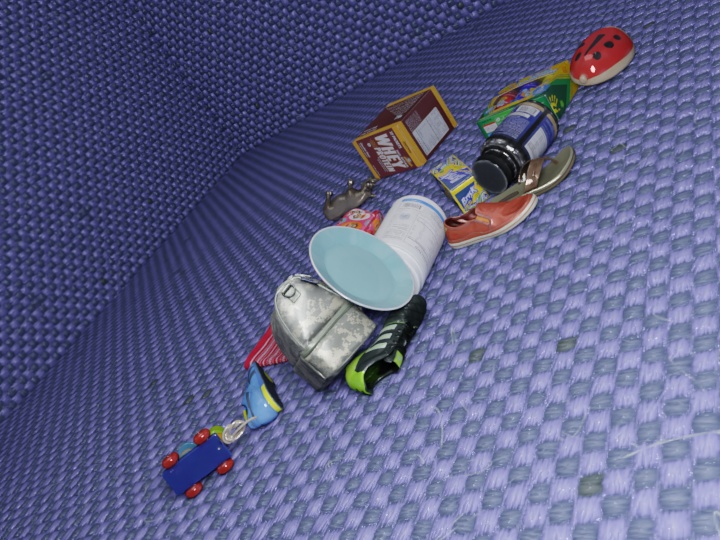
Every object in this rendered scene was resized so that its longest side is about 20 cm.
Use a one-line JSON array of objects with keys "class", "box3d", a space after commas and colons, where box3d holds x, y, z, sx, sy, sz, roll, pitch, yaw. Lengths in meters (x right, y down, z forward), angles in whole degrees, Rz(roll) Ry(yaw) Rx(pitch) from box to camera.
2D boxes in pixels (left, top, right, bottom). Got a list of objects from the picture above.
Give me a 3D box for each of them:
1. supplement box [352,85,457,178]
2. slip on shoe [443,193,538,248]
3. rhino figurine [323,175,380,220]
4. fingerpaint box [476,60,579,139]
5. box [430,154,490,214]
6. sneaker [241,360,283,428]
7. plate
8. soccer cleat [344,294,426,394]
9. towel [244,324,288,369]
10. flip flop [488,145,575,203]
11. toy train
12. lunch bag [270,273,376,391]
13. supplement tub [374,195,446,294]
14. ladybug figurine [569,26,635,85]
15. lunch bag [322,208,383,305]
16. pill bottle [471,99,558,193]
[{"class": "supplement box", "box3d": [0.124, -0.384, 2.116, 0.196, 0.133, 0.200, -9, 34, 50]}, {"class": "slip on shoe", "box3d": [0.245, -0.103, 1.441, 0.199, 0.061, 0.074, -22, 24, 33]}, {"class": "rhino figurine", "box3d": [-0.024, -0.201, 2.071, 0.199, 0.060, 0.088, -26, 43, 25]}, {"class": "fingerpaint box", "box3d": [0.398, -0.399, 1.793, 0.199, 0.074, 0.167, -14, 31, 46]}, {"class": "box", "box3d": [0.217, -0.193, 1.669, 0.070, 0.064, 0.200, -35, 22, 5]}, {"class": "sneaker", "box3d": [-0.202, 0.237, 1.444, 0.078, 0.066, 0.200, -41, 21, 0]}, {"class": "plate", "box3d": [0.000, 0.000, 1.293, 0.026, 0.199, 0.201, -59, 6, 35]}, {"class": "soccer cleat", "box3d": [0.056, 0.127, 1.274, 0.200, 0.068, 0.081, -49, 33, -13]}, {"class": "towel", "box3d": [-0.156, 0.147, 1.619, 0.199, 0.023, 0.145, -17, 29, 41]}, {"class": "flip flop", "box3d": [0.330, -0.181, 1.470, 0.199, 0.058, 0.081, -32, 21, 14]}, {"class": "toy train", "box3d": [-0.261, 0.313, 1.373, 0.199, 0.085, 0.116, -37, 8, 0]}, {"class": "lunch bag", "box3d": [-0.081, 0.099, 1.307, 0.140, 0.167, 0.200, -49, -2, -18]}, {"class": "supplement tub", "box3d": [0.086, -0.043, 1.474, 0.131, 0.132, 0.201, -19, 27, 38]}, {"class": "ladybug figurine", "box3d": [0.548, -0.493, 1.720, 0.135, 0.072, 0.200, 8, 47, 40]}, {"class": "lunch bag", "box3d": [-0.011, -0.015, 1.527, 0.081, 0.178, 0.200, 8, 31, 21]}, {"class": "pill bottle", "box3d": [0.319, -0.255, 1.567, 0.200, 0.112, 0.111, -48, 23, -26]}]
